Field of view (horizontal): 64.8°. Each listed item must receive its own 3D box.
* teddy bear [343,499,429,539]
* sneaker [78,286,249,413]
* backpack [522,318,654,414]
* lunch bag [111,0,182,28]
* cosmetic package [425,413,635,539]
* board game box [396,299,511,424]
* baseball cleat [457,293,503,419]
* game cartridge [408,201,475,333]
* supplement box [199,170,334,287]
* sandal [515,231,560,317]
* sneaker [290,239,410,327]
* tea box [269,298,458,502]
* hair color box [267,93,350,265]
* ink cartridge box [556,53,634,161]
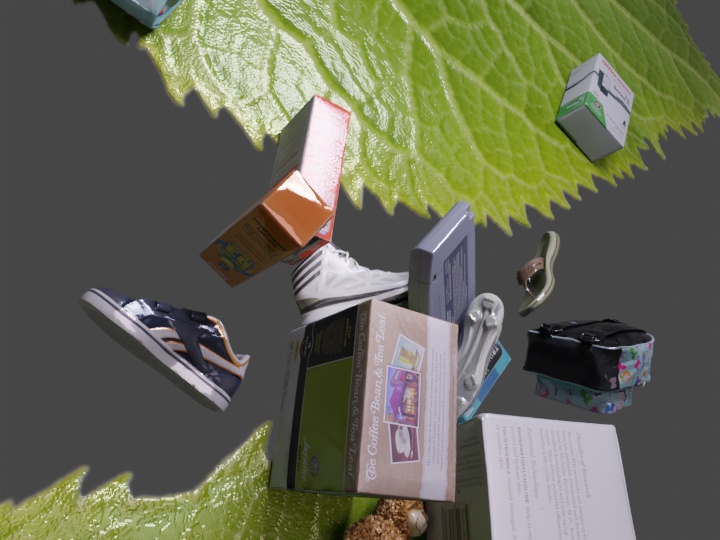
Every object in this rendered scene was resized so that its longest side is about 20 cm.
[{"bbox_3d":[0.028,0.361,0.707,0.200,0.067,0.145,-33,98,-38],"label":"teddy bear"},{"bbox_3d":[-0.210,0.072,0.633,0.200,0.078,0.080,47,58,-26],"label":"sneaker"},{"bbox_3d":[0.398,0.153,0.971,0.199,0.177,0.151,-10,103,-41],"label":"backpack"},{"bbox_3d":[-0.292,-0.408,0.711,0.170,0.122,0.201,34,53,-22],"label":"lunch bag"},{"bbox_3d":[0.206,0.288,0.727,0.199,0.167,0.167,10,62,-19],"label":"cosmetic package"},{"bbox_3d":[0.131,0.110,0.877,0.200,0.047,0.151,53,53,-8],"label":"board game box"},{"bbox_3d":[0.159,0.133,0.815,0.201,0.070,0.106,-60,155,-7],"label":"baseball cleat"},{"bbox_3d":[0.114,0.022,0.775,0.133,0.041,0.201,-41,139,-33],"label":"game cartridge"},{"bbox_3d":[-0.115,-0.040,0.659,0.067,0.200,0.069,47,58,-13],"label":"supplement box"},{"bbox_3d":[0.312,0.004,1.030,0.057,0.080,0.201,28,52,-5],"label":"sandal"},{"bbox_3d":[0.000,0.000,0.783,0.200,0.076,0.116,-15,80,-18],"label":"sneaker"},{"bbox_3d":[0.003,0.162,0.675,0.133,0.197,0.201,18,65,-29],"label":"tea box"},{"bbox_3d":[-0.077,-0.121,0.769,0.064,0.111,0.201,21,64,-27],"label":"hair color box"},{"bbox_3d":[0.542,-0.376,1.303,0.146,0.083,0.200,38,56,-19],"label":"ink cartridge box"}]
